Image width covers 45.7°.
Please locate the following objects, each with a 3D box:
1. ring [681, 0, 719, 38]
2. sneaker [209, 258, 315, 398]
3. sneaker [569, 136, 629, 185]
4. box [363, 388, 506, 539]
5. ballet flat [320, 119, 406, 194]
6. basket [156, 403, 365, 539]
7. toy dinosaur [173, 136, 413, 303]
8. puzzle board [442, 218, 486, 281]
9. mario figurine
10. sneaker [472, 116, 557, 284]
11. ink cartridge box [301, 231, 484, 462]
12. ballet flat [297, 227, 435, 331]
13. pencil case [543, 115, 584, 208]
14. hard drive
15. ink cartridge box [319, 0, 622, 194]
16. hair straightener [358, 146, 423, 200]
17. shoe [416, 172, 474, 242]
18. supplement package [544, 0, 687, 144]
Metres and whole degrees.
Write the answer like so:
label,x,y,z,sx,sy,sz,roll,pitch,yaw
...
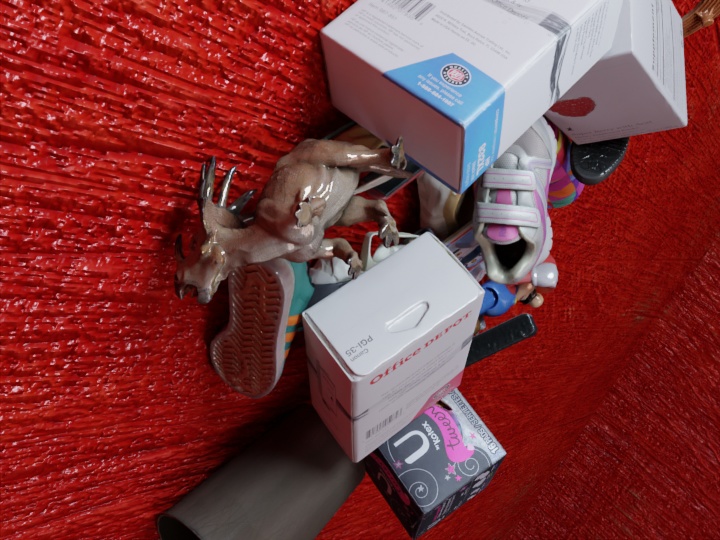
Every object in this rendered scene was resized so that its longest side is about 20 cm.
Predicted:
label,x,y,z,sx,sy,sz,roll,pitch,yaw
ring,0.306,-0.279,0.913,0.197,0.020,0.201,-8,161,-3
sneaker,-0.077,0.035,0.743,0.080,0.071,0.201,-52,169,-41
sneaker,0.282,-0.164,0.998,0.105,0.059,0.202,82,26,-64
box,0.048,0.171,0.942,0.114,0.201,0.133,-32,157,-17
ballet flat,0.028,-0.119,0.731,0.200,0.063,0.069,-41,180,-19
basket,-0.098,0.249,0.914,0.200,0.135,0.181,-41,159,-32
toy dinosaur,-0.047,-0.056,0.633,0.200,0.134,0.087,-41,135,-35
puzzle board,0.076,0.022,0.974,0.199,0.018,0.150,-38,157,13
mario figurine,0.203,0.042,1.173,0.199,0.123,0.107,-32,122,-27
sneaker,0.152,-0.071,0.851,0.088,0.080,0.202,-56,140,-51
ink cartridge box,0.028,0.076,0.801,0.146,0.083,0.201,-32,154,-18
ballet flat,0.000,0.000,0.838,0.198,0.073,0.074,-17,140,-28
pencil case,0.210,-0.135,1.011,0.089,0.088,0.200,-55,152,5
hard drive,0.178,0.102,1.187,0.138,0.033,0.200,-26,172,10
ink cartridge box,0.089,-0.181,0.669,0.200,0.145,0.084,-43,154,-19
hair straightener,0.075,-0.138,0.819,0.199,0.041,0.078,-32,148,-38
shoe,0.095,-0.066,0.938,0.200,0.053,0.071,67,46,-70
supplement package,0.228,-0.214,0.818,0.199,0.120,0.122,17,71,-55
